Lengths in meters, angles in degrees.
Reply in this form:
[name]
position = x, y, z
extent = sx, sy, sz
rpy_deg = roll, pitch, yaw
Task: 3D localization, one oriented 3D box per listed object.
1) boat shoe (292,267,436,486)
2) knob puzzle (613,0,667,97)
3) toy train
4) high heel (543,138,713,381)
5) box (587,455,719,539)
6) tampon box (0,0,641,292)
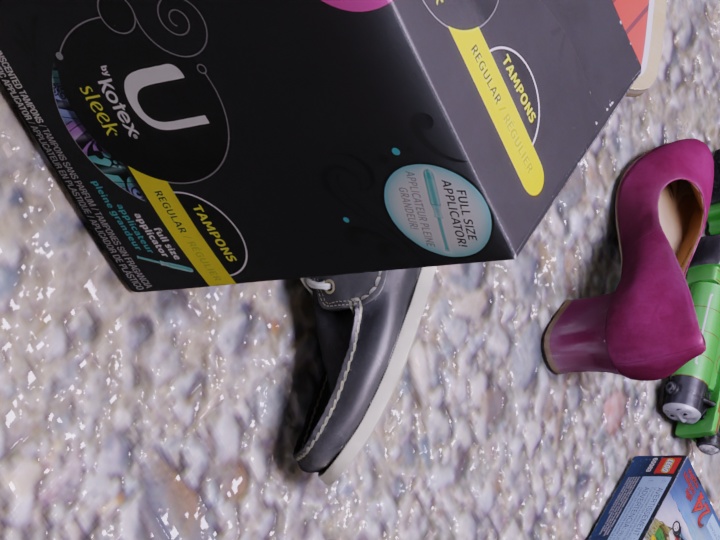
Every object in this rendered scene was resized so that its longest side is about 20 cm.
[boat shoe]
position = 0.000, 0.000, 0.890
extent = 0.067, 0.072, 0.201
rpy_deg = 20, 74, -9
[knob puzzle]
position = 0.068, -0.158, 0.906
extent = 0.219, 0.030, 0.220
rpy_deg = 7, 68, -17
[toy train]
position = 0.219, 0.013, 1.160
extent = 0.056, 0.042, 0.201
rpy_deg = 34, 60, -32
[high heel]
position = 0.180, -0.013, 1.069
extent = 0.200, 0.096, 0.067
rpy_deg = -47, 120, -42
[box]
position = 0.181, 0.224, 1.087
extent = 0.137, 0.038, 0.200
rpy_deg = -53, 125, -39
[tampon box]
position = -0.022, -0.090, 0.753
extent = 0.126, 0.200, 0.150
rpy_deg = -53, 124, -39
